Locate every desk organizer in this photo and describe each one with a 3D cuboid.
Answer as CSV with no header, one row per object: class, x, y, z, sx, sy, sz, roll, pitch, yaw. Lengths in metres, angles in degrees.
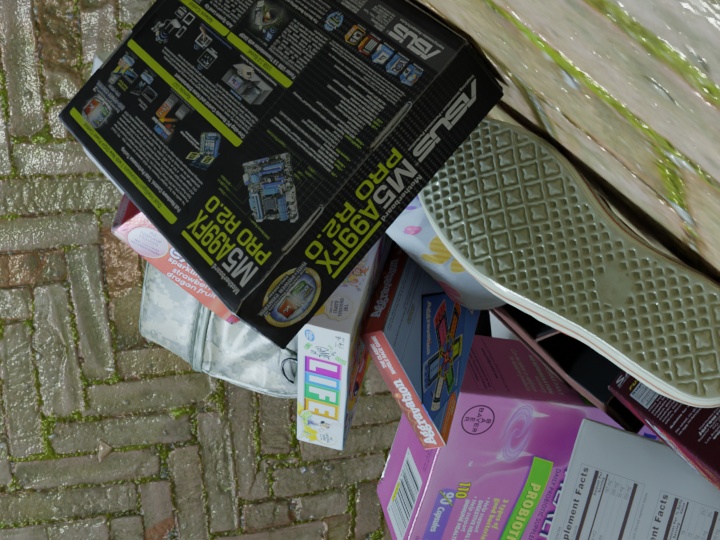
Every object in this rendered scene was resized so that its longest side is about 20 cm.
desk organizer,0.165,0.044,0.933,0.077,0.072,0.200,40,179,42

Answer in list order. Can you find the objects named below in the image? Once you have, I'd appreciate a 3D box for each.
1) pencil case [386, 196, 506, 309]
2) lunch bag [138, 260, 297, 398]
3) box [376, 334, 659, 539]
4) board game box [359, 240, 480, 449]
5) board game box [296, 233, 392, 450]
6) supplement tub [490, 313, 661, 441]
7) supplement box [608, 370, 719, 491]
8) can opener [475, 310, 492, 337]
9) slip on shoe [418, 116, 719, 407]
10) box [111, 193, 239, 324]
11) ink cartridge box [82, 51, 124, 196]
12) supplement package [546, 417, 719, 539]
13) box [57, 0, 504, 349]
pencil case,0.051,-0.049,0.771,0.200,0.082,0.092,40,-148,-55
lunch bag,-0.055,0.003,1.008,0.167,0.140,0.200,30,-142,15
box,0.137,0.161,1.092,0.198,0.178,0.097,8,-153,-19
board game box,0.051,0.014,0.864,0.103,0.019,0.201,60,-149,-29
board game box,0.000,0.000,0.849,0.034,0.201,0.135,12,143,7
supplement tub,0.188,0.115,1.222,0.199,0.146,0.145,34,-176,-23
supplement box,0.239,0.111,0.759,0.109,0.061,0.200,42,-178,-16
can opener,0.085,0.010,1.099,0.078,0.063,0.202,22,132,66
slip on shoe,0.106,-0.004,0.604,0.199,0.074,0.061,38,-177,23
box,-0.065,-0.083,0.772,0.100,0.095,0.201,41,-141,-28
ink cartridge box,-0.087,-0.108,0.947,0.199,0.084,0.145,-19,-129,-40
supplement package,0.244,0.193,0.919,0.198,0.111,0.114,17,174,14
box,-0.048,-0.082,0.624,0.200,0.161,0.044,42,-178,41
